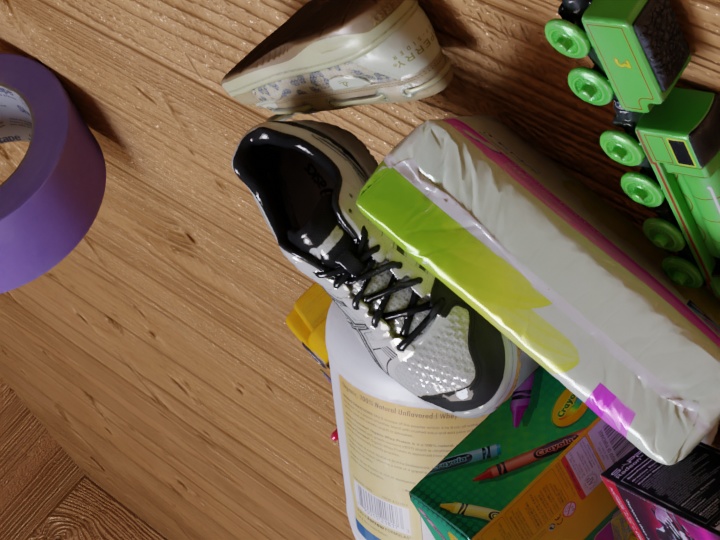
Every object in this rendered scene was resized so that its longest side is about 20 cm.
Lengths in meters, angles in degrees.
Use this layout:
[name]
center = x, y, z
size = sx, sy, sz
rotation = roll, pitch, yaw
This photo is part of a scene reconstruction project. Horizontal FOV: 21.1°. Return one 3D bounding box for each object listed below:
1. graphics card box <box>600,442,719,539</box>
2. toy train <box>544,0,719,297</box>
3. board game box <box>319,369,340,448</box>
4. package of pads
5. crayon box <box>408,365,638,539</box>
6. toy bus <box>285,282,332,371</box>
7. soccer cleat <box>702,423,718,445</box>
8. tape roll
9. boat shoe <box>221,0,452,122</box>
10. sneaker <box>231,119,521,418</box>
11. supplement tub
[graphics card box]
center = 0.201, 0.154, 0.933
size = 0.126, 0.051, 0.200
rotation = 59, 167, -16
[toy train]
center = 0.142, -0.057, 0.878
size = 0.056, 0.042, 0.200
rotation = 13, 149, 41
[board game box]
center = 0.026, 0.155, 1.380
size = 0.200, 0.039, 0.158
rotation = 45, 176, 19
[package of pads]
center = 0.104, 0.002, 0.972
size = 0.200, 0.068, 0.154
rotation = 41, -167, 7
[crayon box]
center = 0.119, 0.156, 1.082
size = 0.058, 0.119, 0.200
rotation = 32, 158, 47
[toy bus]
center = 0.026, 0.080, 1.409
size = 0.200, 0.065, 0.078
rotation = 45, 176, 23
[soccer cleat]
center = 0.184, 0.105, 1.163
size = 0.085, 0.069, 0.200
rotation = 36, 169, -7
[tape roll]
center = -0.324, -0.082, 1.646
size = 0.200, 0.200, 0.085
rotation = 32, 162, 34
[boat shoe]
center = -0.018, -0.110, 1.062
size = 0.063, 0.073, 0.200
rotation = 50, 163, -15
[sneaker]
center = 0.000, 0.000, 1.013
size = 0.200, 0.076, 0.088
rotation = 49, -162, 24
[supplement tub]
center = 0.055, 0.072, 1.149
size = 0.144, 0.144, 0.201
rotation = 29, 138, 40
